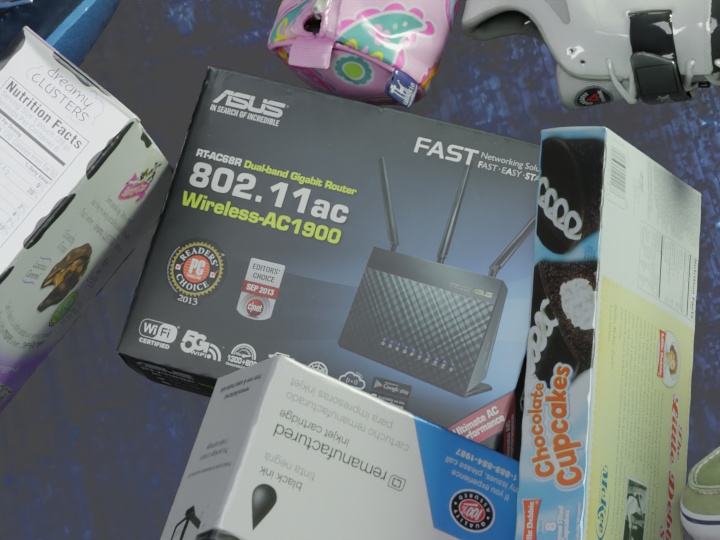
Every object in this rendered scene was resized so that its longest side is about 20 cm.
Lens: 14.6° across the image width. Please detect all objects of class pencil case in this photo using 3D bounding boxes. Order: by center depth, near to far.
[{"bbox_3d":[0.017,-0.179,1.378,0.087,0.087,0.201,15,79,14],"label":"pencil case"}]

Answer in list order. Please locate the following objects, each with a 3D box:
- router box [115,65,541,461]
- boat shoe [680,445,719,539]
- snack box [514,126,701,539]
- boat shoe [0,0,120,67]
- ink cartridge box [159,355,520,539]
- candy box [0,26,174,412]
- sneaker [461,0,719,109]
[{"bbox_3d":[0.000,0.000,1.348,0.199,0.062,0.151,14,78,14],"label":"router box"},{"bbox_3d":[0.217,0.064,1.248,0.200,0.072,0.062,-29,112,34],"label":"boat shoe"},{"bbox_3d":[0.114,0.047,1.284,0.037,0.116,0.201,-3,75,29],"label":"snack box"},{"bbox_3d":[-0.192,-0.095,1.351,0.069,0.084,0.200,40,70,8],"label":"boat shoe"},{"bbox_3d":[-0.021,0.161,1.259,0.145,0.084,0.201,24,72,-18],"label":"ink cartridge box"},{"bbox_3d":[-0.180,-0.001,1.326,0.071,0.168,0.200,39,86,9],"label":"candy box"},{"bbox_3d":[0.139,-0.106,1.345,0.199,0.074,0.089,25,82,26],"label":"sneaker"}]
